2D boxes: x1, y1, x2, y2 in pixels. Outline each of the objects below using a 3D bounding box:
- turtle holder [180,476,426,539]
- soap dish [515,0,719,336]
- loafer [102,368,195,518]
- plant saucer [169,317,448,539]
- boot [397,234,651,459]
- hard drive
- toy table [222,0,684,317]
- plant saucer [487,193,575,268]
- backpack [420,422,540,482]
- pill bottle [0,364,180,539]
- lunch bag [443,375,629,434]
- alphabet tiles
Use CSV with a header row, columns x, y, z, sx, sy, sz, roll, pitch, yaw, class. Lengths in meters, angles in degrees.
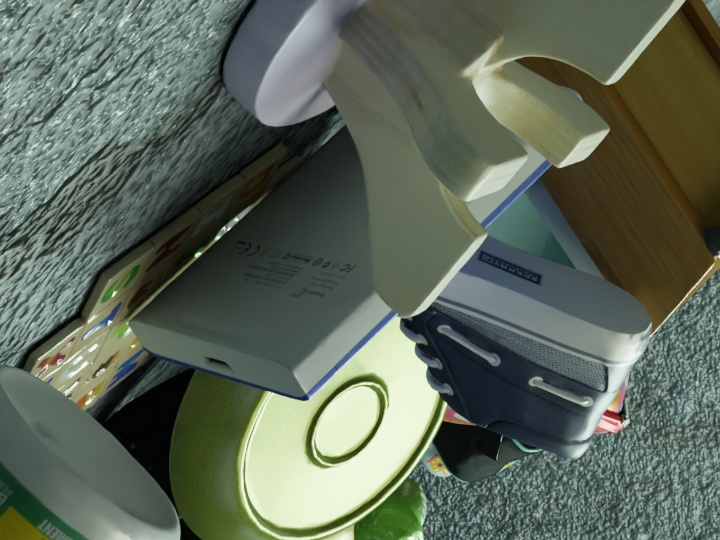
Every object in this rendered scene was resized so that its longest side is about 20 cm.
x,y,z,sx,sy,sz,roll,pitch,yaw,class
-0.053,0.154,1.311,0.132,0.185,0.141,-38,156,-57,turtle holder
0.146,-0.085,1.138,0.081,0.200,0.157,-30,-174,43,soap dish
-0.134,0.123,1.181,0.201,0.068,0.070,-43,-179,4,loafer
-0.015,0.077,1.163,0.200,0.031,0.200,-26,133,-31,plant saucer
0.043,0.025,1.094,0.090,0.200,0.073,-68,174,29,boot
-0.001,-0.022,0.999,0.200,0.025,0.132,-44,-149,-25,hard drive
0.037,-0.085,0.891,0.184,0.117,0.200,-53,169,32,toy table
0.086,-0.057,1.212,0.036,0.200,0.200,1,-154,36,plant saucer
0.103,0.060,1.718,0.153,0.176,0.200,-32,-175,47,backpack
-0.179,0.147,0.884,0.200,0.113,0.113,-47,172,5,pill bottle
0.081,0.051,1.349,0.200,0.176,0.082,23,74,-46,lunch bag
-0.105,0.019,1.029,0.200,0.006,0.166,-40,169,-42,alphabet tiles
